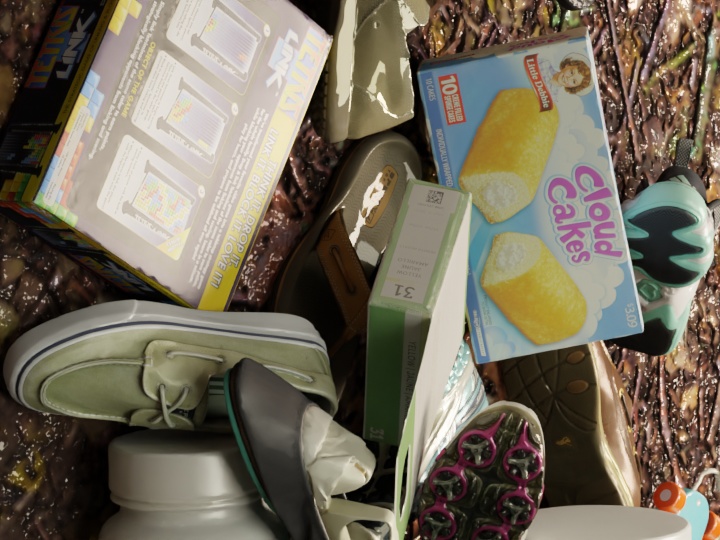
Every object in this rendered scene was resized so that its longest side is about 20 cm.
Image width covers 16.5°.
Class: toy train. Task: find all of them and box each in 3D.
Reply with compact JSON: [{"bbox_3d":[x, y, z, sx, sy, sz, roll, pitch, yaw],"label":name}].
[{"bbox_3d":[0.245,0.236,1.856,0.150,0.056,0.200,-20,110,-44],"label":"toy train"}]

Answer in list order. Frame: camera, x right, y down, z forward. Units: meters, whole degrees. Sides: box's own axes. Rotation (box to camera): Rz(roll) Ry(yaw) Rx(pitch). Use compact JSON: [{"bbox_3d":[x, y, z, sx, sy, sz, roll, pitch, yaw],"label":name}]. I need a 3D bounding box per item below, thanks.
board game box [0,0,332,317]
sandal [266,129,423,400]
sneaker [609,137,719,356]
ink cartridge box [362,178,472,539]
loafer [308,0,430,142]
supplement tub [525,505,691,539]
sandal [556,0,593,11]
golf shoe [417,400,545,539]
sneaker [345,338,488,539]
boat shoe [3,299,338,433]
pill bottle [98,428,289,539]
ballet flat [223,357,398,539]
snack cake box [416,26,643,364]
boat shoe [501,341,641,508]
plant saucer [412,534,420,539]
[{"bbox_3d":[-0.116,-0.092,1.458,0.165,0.057,0.200,37,67,-43],"label":"board game box"},{"bbox_3d":[0.000,0.000,1.583,0.082,0.055,0.200,45,62,-38],"label":"sandal"},{"bbox_3d":[0.218,-0.043,1.757,0.200,0.078,0.140,100,10,-61],"label":"sneaker"},{"bbox_3d":[0.024,0.066,1.504,0.146,0.048,0.200,91,15,-52],"label":"ink cartridge box"},{"bbox_3d":[0.008,-0.179,1.557,0.068,0.076,0.200,3,101,-18],"label":"loafer"},{"bbox_3d":[0.158,0.266,1.661,0.132,0.132,0.200,-8,99,-45],"label":"supplement tub"},{"bbox_3d":[0.105,-0.267,1.688,0.075,0.045,0.200,-43,107,-41],"label":"sandal"},{"bbox_3d":[0.072,0.155,1.571,0.092,0.073,0.200,-65,172,-56],"label":"golf shoe"},{"bbox_3d":[0.030,0.136,1.611,0.200,0.078,0.086,-58,133,-26],"label":"sneaker"},{"bbox_3d":[-0.104,0.060,1.433,0.200,0.062,0.072,-3,129,-25],"label":"boat shoe"},{"bbox_3d":[-0.096,0.197,1.458,0.113,0.113,0.200,-9,100,-45],"label":"pill bottle"},{"bbox_3d":[-0.017,0.133,1.421,0.073,0.073,0.200,-37,120,-38],"label":"ballet flat"},{"bbox_3d":[0.113,-0.050,1.636,0.067,0.115,0.200,-71,149,-78],"label":"snack cake box"},{"bbox_3d":[0.152,0.094,1.741,0.068,0.072,0.200,-42,120,-55],"label":"boat shoe"},{"bbox_3d":[0.052,0.263,1.669,0.200,0.035,0.200,-4,96,-45],"label":"plant saucer"}]
